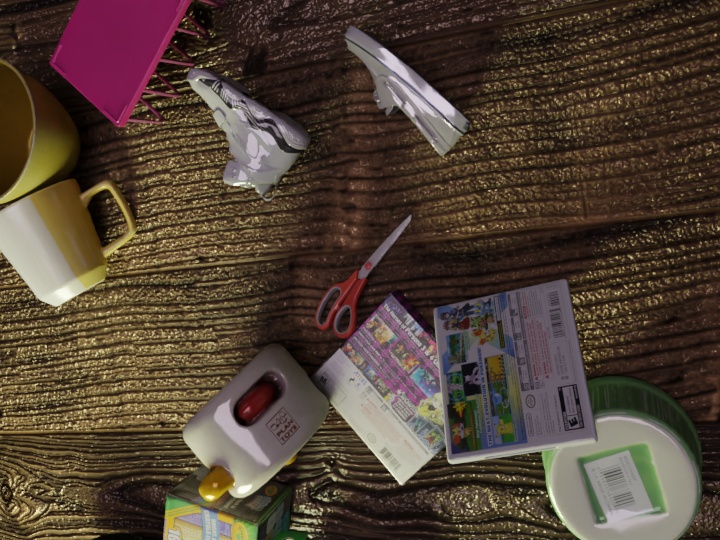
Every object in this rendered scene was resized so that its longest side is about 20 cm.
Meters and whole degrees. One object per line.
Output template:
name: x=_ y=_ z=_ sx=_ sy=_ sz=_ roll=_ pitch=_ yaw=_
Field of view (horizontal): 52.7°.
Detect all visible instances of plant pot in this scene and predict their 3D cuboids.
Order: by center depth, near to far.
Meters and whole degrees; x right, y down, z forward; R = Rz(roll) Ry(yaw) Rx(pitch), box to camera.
plant pot: x=-0.498 y=-0.192 z=1.069 sx=0.195 sy=0.141 sz=0.206 roll=0 pitch=90 yaw=22

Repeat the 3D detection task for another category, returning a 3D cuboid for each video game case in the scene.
video game case: x=0.184 y=0.123 z=0.900 sx=0.178 sy=0.022 sz=0.205 roll=-14 pitch=61 yaw=20
video game case: x=0.053 y=0.162 z=1.003 sx=0.200 sy=0.036 sz=0.182 roll=46 pitch=110 yaw=7

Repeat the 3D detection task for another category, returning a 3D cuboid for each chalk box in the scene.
chalk box: x=-0.177 y=0.387 z=1.078 sx=0.195 sy=0.124 sz=0.127 roll=13 pitch=104 yaw=18

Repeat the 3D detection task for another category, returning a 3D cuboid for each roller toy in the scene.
roller toy: x=-0.138 y=0.209 z=0.995 sx=0.182 sy=0.200 sz=0.140 roll=-43 pitch=90 yaw=19

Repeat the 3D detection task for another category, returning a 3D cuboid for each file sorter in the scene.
file sorter: x=-0.294 y=-0.321 z=0.992 sx=0.138 sy=0.125 sz=0.202 roll=39 pitch=109 yaw=9

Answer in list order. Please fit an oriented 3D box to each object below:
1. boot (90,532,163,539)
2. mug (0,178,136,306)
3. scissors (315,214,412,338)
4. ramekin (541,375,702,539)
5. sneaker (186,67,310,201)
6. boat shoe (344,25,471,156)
boot: x=-0.373 y=0.523 z=1.198 sx=0.198 sy=0.073 sz=0.158 roll=-3 pitch=101 yaw=19
mug: x=-0.446 y=-0.041 z=1.090 sx=0.183 sy=0.149 sz=0.156 roll=-23 pitch=100 yaw=28
scissors: x=0.000 y=0.000 z=1.002 sx=0.073 sy=0.014 sz=0.204 roll=33 pitch=99 yaw=39
ramekin: x=0.318 y=0.242 z=0.891 sx=0.194 sy=0.097 sz=0.206 roll=3 pitch=101 yaw=18
sneaker: x=-0.172 y=-0.187 z=0.999 sx=0.198 sy=0.075 sz=0.117 roll=34 pitch=106 yaw=7
boat shoe: x=0.047 y=-0.226 z=0.917 sx=0.199 sy=0.073 sz=0.066 roll=43 pitch=106 yaw=9
